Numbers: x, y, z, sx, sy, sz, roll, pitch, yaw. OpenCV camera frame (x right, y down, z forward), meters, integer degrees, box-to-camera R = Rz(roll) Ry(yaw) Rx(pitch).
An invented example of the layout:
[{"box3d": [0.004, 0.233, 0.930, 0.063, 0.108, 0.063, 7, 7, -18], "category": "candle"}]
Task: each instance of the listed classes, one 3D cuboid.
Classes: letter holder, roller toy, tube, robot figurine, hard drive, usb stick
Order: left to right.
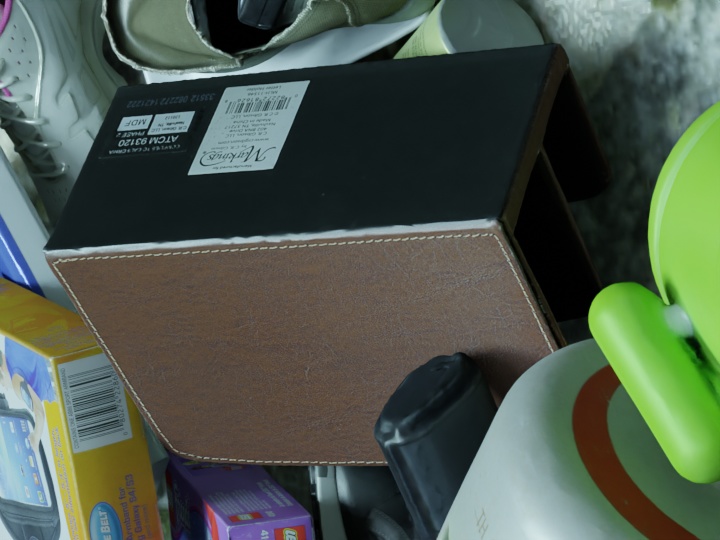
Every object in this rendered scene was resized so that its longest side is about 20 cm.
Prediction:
[{"box3d": [-0.153, 0.020, 1.432, 0.200, 0.025, 0.132, 61, 166, 9], "category": "hard drive"}, {"box3d": [0.000, 0.000, 1.214, 0.200, 0.101, 0.142, -4, 135, 26], "category": "letter holder"}, {"box3d": [0.010, -0.045, 1.276, 0.200, 0.052, 0.058, -51, 23, 46], "category": "tube"}, {"box3d": [0.058, 0.120, 1.188, 0.033, 0.055, 0.200, 9, 134, 42], "category": "usb stick"}, {"box3d": [0.120, 0.115, 1.078, 0.182, 0.200, 0.140, 34, 123, 17], "category": "roller toy"}, {"box3d": [0.166, -0.005, 1.011, 0.116, 0.175, 0.200, 62, 177, -17], "category": "robot figurine"}]

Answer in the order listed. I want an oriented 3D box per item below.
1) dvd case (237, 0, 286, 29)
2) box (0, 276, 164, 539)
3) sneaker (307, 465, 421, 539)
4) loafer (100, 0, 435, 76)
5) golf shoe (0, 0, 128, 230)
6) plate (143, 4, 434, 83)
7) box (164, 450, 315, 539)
[{"box3d": [-0.019, -0.210, 1.150, 0.143, 0.018, 0.200, 117, 159, -45], "category": "dvd case"}, {"box3d": [-0.145, 0.073, 1.337, 0.200, 0.041, 0.119, 17, 119, 62], "category": "box"}, {"box3d": [0.026, 0.127, 1.286, 0.076, 0.088, 0.200, 84, 178, -67], "category": "sneaker"}, {"box3d": [-0.052, -0.124, 1.259, 0.200, 0.070, 0.075, -11, 90, 50], "category": "loafer"}, {"box3d": [-0.156, -0.090, 1.423, 0.075, 0.092, 0.200, -9, 93, 48], "category": "golf shoe"}, {"box3d": [-0.048, -0.171, 1.322, 0.200, 0.032, 0.200, -27, 79, 49], "category": "plate"}, {"box3d": [-0.050, 0.159, 1.326, 0.200, 0.039, 0.137, -153, 56, -77], "category": "box"}]
